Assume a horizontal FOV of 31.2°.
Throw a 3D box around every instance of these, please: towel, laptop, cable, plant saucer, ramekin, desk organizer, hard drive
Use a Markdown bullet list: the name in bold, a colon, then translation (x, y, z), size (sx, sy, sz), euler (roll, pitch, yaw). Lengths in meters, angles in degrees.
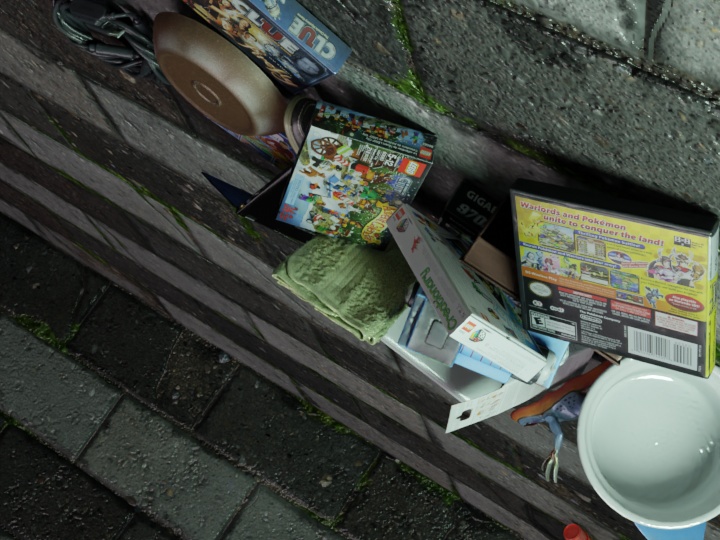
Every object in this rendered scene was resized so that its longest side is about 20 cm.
- **towel**: translation (0.000, 0.000, 1.519), size (0.148, 0.200, 0.037), euler (35, 128, 9)
- **laptop**: translation (-0.073, -0.100, 1.667), size (0.187, 0.116, 0.200), euler (23, 137, -36)
- **cable**: translation (-0.322, -0.307, 1.687), size (0.199, 0.051, 0.163), euler (19, 164, 40)
- **plant saucer**: translation (-0.169, -0.216, 1.490), size (0.200, 0.037, 0.201), euler (35, 165, 11)
- **ramekin**: translation (0.345, 0.194, 1.487), size (0.200, 0.201, 0.098), euler (33, 174, 7)
- **desk organizer**: translation (0.211, 0.008, 1.364), size (0.200, 0.077, 0.072), euler (33, -165, 6)
- **hard drive**: translation (0.121, 0.084, 1.755), size (0.200, 0.132, 0.026), euler (38, 166, -11)

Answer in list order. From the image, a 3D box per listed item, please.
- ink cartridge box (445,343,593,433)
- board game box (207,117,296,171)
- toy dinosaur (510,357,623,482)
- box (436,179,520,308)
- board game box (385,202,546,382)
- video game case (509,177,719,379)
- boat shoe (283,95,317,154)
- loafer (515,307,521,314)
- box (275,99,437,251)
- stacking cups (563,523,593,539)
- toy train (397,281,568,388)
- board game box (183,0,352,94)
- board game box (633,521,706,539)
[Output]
- **ink cartridge box**: translation (0.194, 0.134, 1.630), size (0.160, 0.199, 0.047), euler (87, 160, -71)
- **board game box**: translation (-0.104, -0.170, 1.636), size (0.200, 0.035, 0.135), euler (35, 166, -4)
- **toy dinosaur**: translation (0.274, 0.166, 1.667), size (0.181, 0.105, 0.201), euler (5, 106, 36)
- **box**: translation (0.177, -0.011, 1.489), size (0.200, 0.046, 0.159), euler (34, 166, 4)
- **board game box**: translation (0.109, 0.021, 1.356), size (0.126, 0.035, 0.200), euler (32, -160, -37)
- **video game case**: translation (0.243, 0.007, 1.238), size (0.199, 0.026, 0.181), euler (15, 135, 29)
- **boat shoe**: translation (-0.013, -0.133, 1.497), size (0.066, 0.072, 0.201), euler (9, 154, 40)
- **loafer**: translation (0.196, 0.058, 1.649), size (0.070, 0.070, 0.200), euler (-19, 148, 17)
- **box**: translation (-0.008, -0.101, 1.438), size (0.136, 0.038, 0.200), euler (17, 149, -6)
- **stacking cups**: translation (0.499, 0.611, 2.797), size (0.060, 0.061, 0.200), euler (22, 157, 42)
- **toy train**: translation (0.140, 0.071, 1.456), size (0.199, 0.087, 0.114), euler (23, -156, 3)
- **board game box**: translation (-0.114, -0.269, 1.337), size (0.200, 0.035, 0.135), euler (39, 166, -16)
- **board game box**: translation (0.370, 0.255, 1.605), size (0.158, 0.201, 0.039), euler (37, 143, -22)
